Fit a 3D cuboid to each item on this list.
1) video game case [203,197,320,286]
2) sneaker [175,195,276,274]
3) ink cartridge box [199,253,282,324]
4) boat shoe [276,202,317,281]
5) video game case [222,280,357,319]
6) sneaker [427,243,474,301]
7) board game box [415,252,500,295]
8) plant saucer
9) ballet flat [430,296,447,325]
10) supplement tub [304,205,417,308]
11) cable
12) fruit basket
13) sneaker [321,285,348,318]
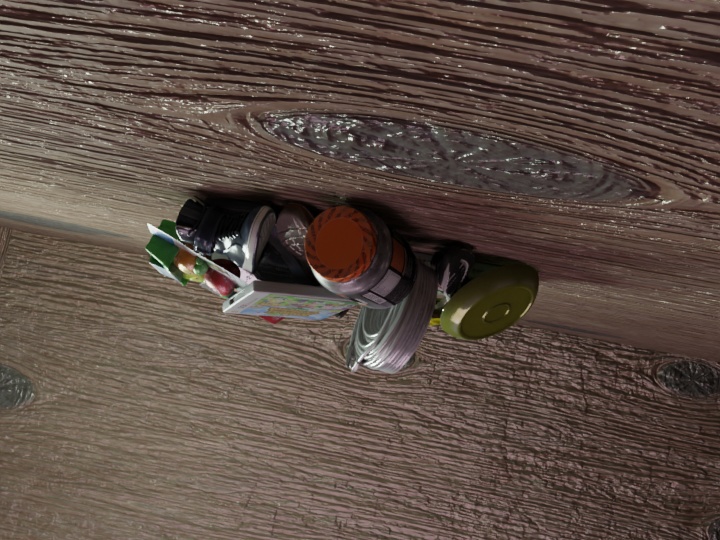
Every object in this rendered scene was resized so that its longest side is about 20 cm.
[{"bbox_3d":[-0.164,-0.042,1.019,0.141,0.019,0.201,9,146,31],"label":"video game case"},{"bbox_3d":[-0.207,-0.068,0.908,0.145,0.078,0.202,30,157,-6],"label":"sneaker"},{"bbox_3d":[-0.206,0.009,1.229,0.145,0.084,0.199,-33,132,31],"label":"ink cartridge box"},{"bbox_3d":[-0.073,-0.052,0.957,0.075,0.072,0.201,17,157,21],"label":"boat shoe"},{"bbox_3d":[-0.120,0.056,1.052,0.197,0.022,0.182,7,163,-27],"label":"video game case"},{"bbox_3d":[0.146,-0.002,1.040,0.080,0.074,0.200,45,171,17],"label":"sneaker"},{"bbox_3d":[0.189,0.017,1.205,0.197,0.065,0.148,8,174,9],"label":"board game box"},{"bbox_3d":[0.240,0.067,1.090,0.197,0.031,0.201,-16,142,-13],"label":"plant saucer"},{"bbox_3d":[0.147,0.072,1.168,0.197,0.067,0.067,3,139,-12],"label":"ballet flat"},{"bbox_3d":[0.003,-0.017,0.859,0.121,0.124,0.200,8,171,21],"label":"supplement tub"},{"bbox_3d":[0.057,0.072,1.014,0.069,0.202,0.200,25,148,-17],"label":"cable"},{"bbox_3d":[-0.274,0.001,1.063,0.199,0.094,0.185,35,167,5],"label":"fruit basket"},{"bbox_3d":[-0.059,0.066,1.284,0.099,0.071,0.200,39,-170,-16],"label":"sneaker"}]
